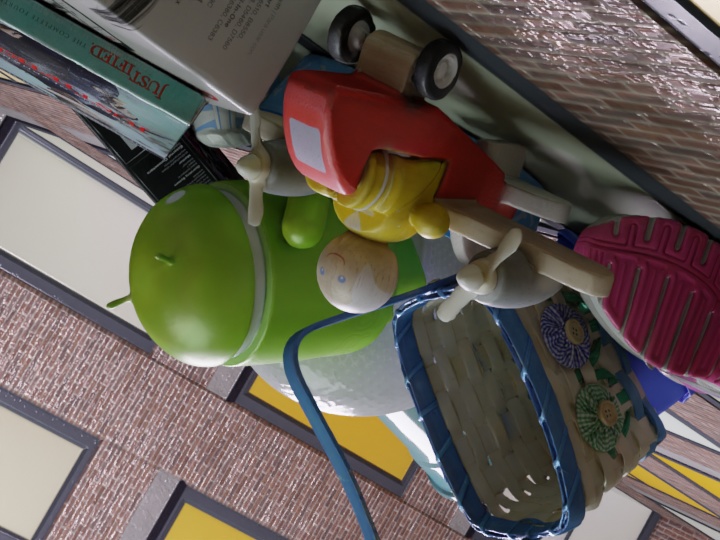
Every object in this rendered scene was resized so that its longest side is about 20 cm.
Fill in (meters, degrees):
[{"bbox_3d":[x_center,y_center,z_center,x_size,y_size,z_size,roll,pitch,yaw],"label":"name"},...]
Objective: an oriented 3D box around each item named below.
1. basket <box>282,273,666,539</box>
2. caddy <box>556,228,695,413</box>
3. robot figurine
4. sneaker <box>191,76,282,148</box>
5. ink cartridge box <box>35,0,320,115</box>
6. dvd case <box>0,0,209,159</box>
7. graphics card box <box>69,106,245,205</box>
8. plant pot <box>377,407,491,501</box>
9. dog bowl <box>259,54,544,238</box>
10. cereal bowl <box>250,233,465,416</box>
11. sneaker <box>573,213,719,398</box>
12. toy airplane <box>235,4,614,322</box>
[{"bbox_3d":[0.067,0.083,1.004,0.177,0.199,0.139,65,156,-1],"label":"basket"},{"bbox_3d":[0.167,0.045,1.171,0.142,0.105,0.200,52,180,10],"label":"caddy"},{"bbox_3d":[-0.058,0.000,1.071,0.199,0.116,0.175,-5,156,-36],"label":"robot figurine"},{"bbox_3d":[-0.080,-0.125,1.191,0.071,0.073,0.200,2,-174,2],"label":"sneaker"},{"bbox_3d":[-0.138,-0.172,0.875,0.200,0.085,0.146,35,172,-38],"label":"ink cartridge box"},{"bbox_3d":[-0.163,-0.113,0.963,0.146,0.022,0.200,29,175,-9],"label":"dvd case"},{"bbox_3d":[-0.140,-0.091,1.169,0.200,0.051,0.126,50,-174,-27],"label":"graphics card box"},{"bbox_3d":[0.081,0.097,1.727,0.196,0.201,0.200,42,170,-27],"label":"plant pot"},{"bbox_3d":[0.031,-0.072,1.085,0.199,0.050,0.111,31,174,-2],"label":"dog bowl"},{"bbox_3d":[0.000,0.000,1.226,0.200,0.200,0.083,29,155,13],"label":"cereal bowl"},{"bbox_3d":[0.189,0.029,1.002,0.200,0.082,0.088,34,172,-30],"label":"sneaker"},{"bbox_3d":[0.026,-0.038,0.932,0.199,0.142,0.200,31,175,-11],"label":"toy airplane"}]
